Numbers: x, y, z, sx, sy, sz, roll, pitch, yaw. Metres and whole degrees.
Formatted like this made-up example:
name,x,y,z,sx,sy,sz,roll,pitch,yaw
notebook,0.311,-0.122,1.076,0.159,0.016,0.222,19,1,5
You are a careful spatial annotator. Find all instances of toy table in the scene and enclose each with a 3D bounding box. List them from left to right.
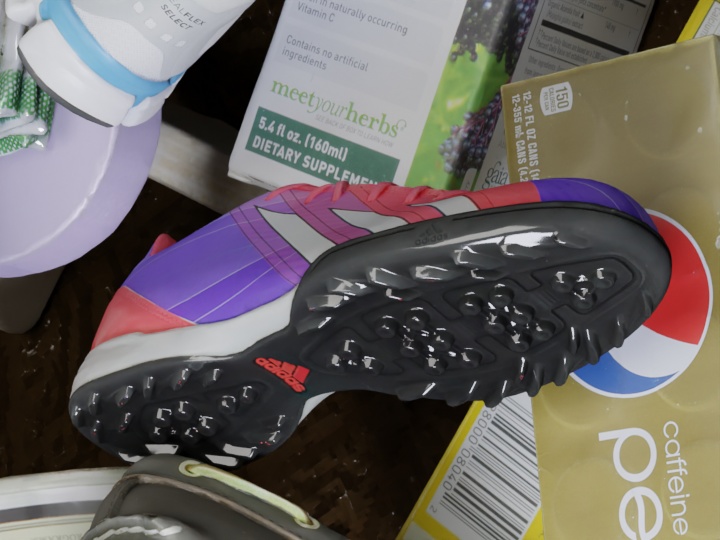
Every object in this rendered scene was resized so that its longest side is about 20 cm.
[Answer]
name,x,y,z,sx,sy,sz,roll,pitch,yaw
toy table,-0.108,-0.066,0.893,0.184,0.117,0.200,-52,57,18

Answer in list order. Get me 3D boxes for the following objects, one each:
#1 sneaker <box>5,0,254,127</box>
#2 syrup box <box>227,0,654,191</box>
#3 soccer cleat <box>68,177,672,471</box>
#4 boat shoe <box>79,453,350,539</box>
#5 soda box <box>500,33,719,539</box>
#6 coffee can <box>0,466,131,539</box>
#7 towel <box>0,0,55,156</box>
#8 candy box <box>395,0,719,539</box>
name,x,y,z,sx,sy,sz,roll,pitch,yaw
sneaker,-0.031,-0.132,0.799,0.087,0.075,0.200,-26,39,41
syrup box,0.041,-0.106,0.814,0.079,0.081,0.200,23,97,34
soccer cleat,0.000,0.000,0.742,0.200,0.068,0.073,-20,44,42
boat shoe,0.012,0.119,0.766,0.201,0.060,0.072,31,132,-7
soda box,0.090,0.045,0.736,0.068,0.064,0.200,-12,78,33
coffee can,-0.091,0.173,0.824,0.146,0.146,0.200,-19,72,32
towel,-0.148,-0.130,0.843,0.149,0.031,0.200,-4,79,36
candy box,0.092,0.029,0.791,0.102,0.026,0.200,36,104,30
